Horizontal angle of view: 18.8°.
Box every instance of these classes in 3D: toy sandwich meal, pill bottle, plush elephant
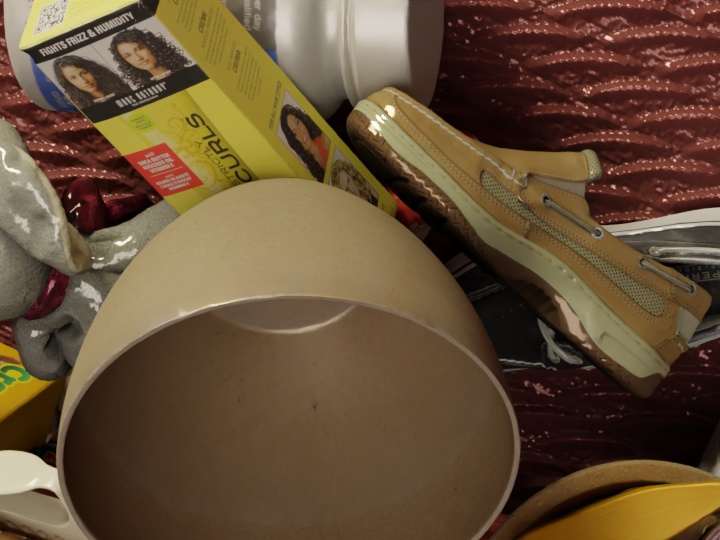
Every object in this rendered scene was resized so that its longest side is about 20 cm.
[{"bbox_3d":[0.127,0.181,0.988,0.203,0.070,0.207,1,82,-6],"label":"toy sandwich meal"},{"bbox_3d":[-0.063,-0.130,1.063,0.198,0.114,0.115,4,112,13],"label":"pill bottle"},{"bbox_3d":[-0.153,-0.008,1.079,0.155,0.201,0.164,38,124,-25],"label":"plush elephant"}]

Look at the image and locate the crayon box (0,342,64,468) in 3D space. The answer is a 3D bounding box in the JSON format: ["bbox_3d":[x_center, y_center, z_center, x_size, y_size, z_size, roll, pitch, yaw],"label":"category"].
[{"bbox_3d":[-0.249,0.069,1.172,0.199,0.127,0.051,24,112,10],"label":"crayon box"}]

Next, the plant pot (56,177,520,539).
[{"bbox_3d":[-0.034,0.037,0.972,0.198,0.135,0.201,-3,134,-3],"label":"plant pot"}]

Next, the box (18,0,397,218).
[{"bbox_3d":[-0.066,-0.065,1.010,0.075,0.050,0.200,-17,134,29],"label":"box"}]

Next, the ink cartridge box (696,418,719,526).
[{"bbox_3d":[0.219,0.076,1.073,0.067,0.116,0.201,22,115,3],"label":"ink cartridge box"}]

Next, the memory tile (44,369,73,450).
[{"bbox_3d":[-0.125,0.133,1.238,0.152,0.017,0.201,-15,107,20],"label":"memory tile"}]

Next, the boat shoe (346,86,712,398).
[{"bbox_3d":[0.084,-0.029,1.029,0.200,0.072,0.076,40,89,-17],"label":"boat shoe"}]

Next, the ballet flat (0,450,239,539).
[{"bbox_3d":[-0.129,0.123,1.033,0.198,0.069,0.072,12,140,13],"label":"ballet flat"}]

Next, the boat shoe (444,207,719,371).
[{"bbox_3d":[0.115,0.019,1.102,0.198,0.068,0.072,-9,109,17],"label":"boat shoe"}]

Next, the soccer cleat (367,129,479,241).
[{"bbox_3d":[0.000,0.000,1.130,0.200,0.069,0.085,-38,107,27],"label":"soccer cleat"}]

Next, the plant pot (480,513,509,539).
[{"bbox_3d":[0.050,0.261,1.090,0.200,0.195,0.202,30,140,29],"label":"plant pot"}]
